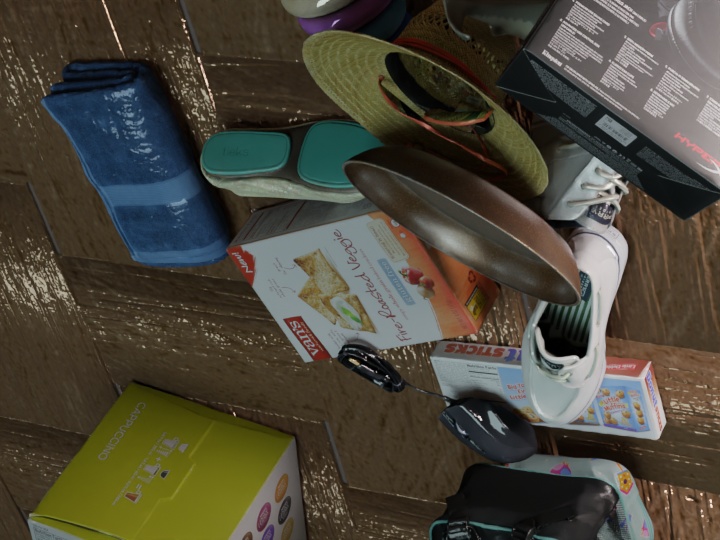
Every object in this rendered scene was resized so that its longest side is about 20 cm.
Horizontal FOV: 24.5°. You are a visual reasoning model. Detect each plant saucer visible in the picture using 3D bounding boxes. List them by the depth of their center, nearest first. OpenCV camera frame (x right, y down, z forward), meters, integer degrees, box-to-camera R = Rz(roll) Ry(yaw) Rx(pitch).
[{"bbox_3d":[0.079,-0.037,1.203,0.199,0.032,0.200,31,173,4],"label":"plant saucer"}]

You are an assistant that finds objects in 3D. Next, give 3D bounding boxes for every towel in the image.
[{"bbox_3d":[-0.190,-0.087,1.441,0.111,0.049,0.201,1,130,32],"label":"towel"}]

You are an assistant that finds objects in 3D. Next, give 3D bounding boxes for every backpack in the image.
[{"bbox_3d":[0.175,0.265,1.466,0.174,0.153,0.202,-1,120,37],"label":"backpack"}]

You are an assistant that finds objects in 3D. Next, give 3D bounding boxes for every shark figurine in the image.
[{"bbox_3d":[0.143,-0.182,1.094,0.212,0.128,0.091,11,98,-7],"label":"shark figurine"}]

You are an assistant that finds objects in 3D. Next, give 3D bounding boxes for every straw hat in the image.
[{"bbox_3d":[0.063,-0.138,1.135,0.199,0.086,0.201,28,166,7],"label":"straw hat"}]

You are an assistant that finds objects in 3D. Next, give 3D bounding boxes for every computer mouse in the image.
[{"bbox_3d":[0.066,0.119,1.430,0.198,0.034,0.059,26,155,-10],"label":"computer mouse"}]

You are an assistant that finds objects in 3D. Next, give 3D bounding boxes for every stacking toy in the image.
[{"bbox_3d":[0.022,-0.147,1.222,0.085,0.086,0.201,-5,132,37],"label":"stacking toy"}]

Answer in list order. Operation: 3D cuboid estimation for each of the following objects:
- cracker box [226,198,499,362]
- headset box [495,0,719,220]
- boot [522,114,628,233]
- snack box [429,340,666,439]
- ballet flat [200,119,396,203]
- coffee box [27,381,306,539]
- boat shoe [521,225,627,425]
[{"bbox_3d":[0.000,0.000,1.394,0.199,0.058,0.135,-12,123,41],"label":"cracker box"},{"bbox_3d":[0.199,-0.158,1.003,0.148,0.201,0.075,34,166,-2],"label":"headset box"},{"bbox_3d":[0.178,-0.071,1.130,0.073,0.097,0.199,16,170,-24],"label":"boot"},{"bbox_3d":[0.158,0.101,1.415,0.198,0.024,0.072,4,132,31],"label":"snack box"},{"bbox_3d":[-0.040,-0.086,1.346,0.198,0.068,0.062,7,162,33],"label":"ballet flat"},{"bbox_3d":[-0.188,0.269,1.677,0.198,0.200,0.199,17,137,20],"label":"coffee box"},{"bbox_3d":[0.157,0.053,1.313,0.073,0.067,0.202,22,130,21],"label":"boat shoe"}]
